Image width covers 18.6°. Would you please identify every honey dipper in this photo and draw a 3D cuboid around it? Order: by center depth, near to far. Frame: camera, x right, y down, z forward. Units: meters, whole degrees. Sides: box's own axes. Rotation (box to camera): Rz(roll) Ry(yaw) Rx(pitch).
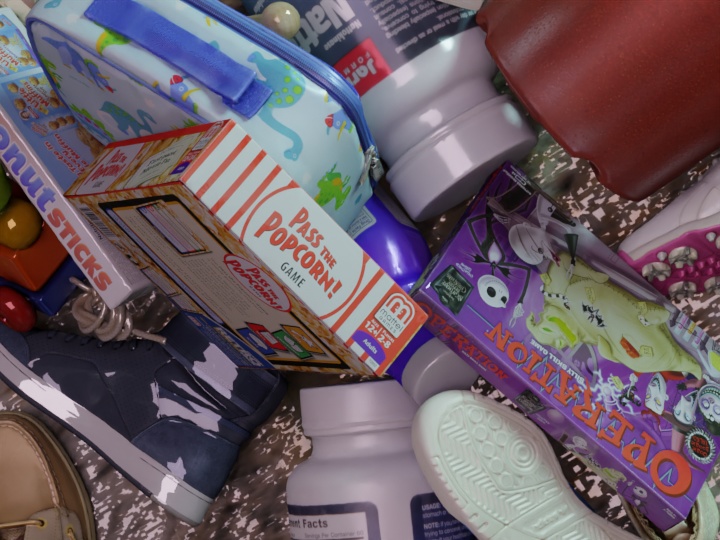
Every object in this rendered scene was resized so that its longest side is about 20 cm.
[{"bbox_3d":[-0.079,-0.144,1.303,0.038,0.200,0.038,-1,93,-20],"label":"honey dipper"}]

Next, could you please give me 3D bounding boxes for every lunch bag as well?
[{"bbox_3d":[-0.085,-0.095,1.238,0.200,0.161,0.083,31,76,19],"label":"lunch bag"}]

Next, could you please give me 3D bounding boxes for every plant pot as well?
[{"bbox_3d":[0.184,-0.154,1.247,0.195,0.201,0.201,-41,81,18],"label":"plant pot"}]

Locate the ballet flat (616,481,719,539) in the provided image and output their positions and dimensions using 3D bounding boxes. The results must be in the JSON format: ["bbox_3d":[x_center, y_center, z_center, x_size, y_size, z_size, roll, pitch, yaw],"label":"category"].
[{"bbox_3d":[0.160,0.081,1.309,0.067,0.062,0.200,-28,83,11],"label":"ballet flat"}]

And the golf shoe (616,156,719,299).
[{"bbox_3d":[0.237,-0.052,1.296,0.200,0.075,0.092,-26,54,18],"label":"golf shoe"}]

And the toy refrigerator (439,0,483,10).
[{"bbox_3d":[0.069,-0.254,1.270,0.070,0.076,0.200,16,58,-1],"label":"toy refrigerator"}]

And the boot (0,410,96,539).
[{"bbox_3d":[-0.218,0.187,1.350,0.073,0.155,0.200,-12,87,13],"label":"boot"}]

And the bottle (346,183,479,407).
[{"bbox_3d":[0.000,0.000,1.306,0.084,0.065,0.200,-52,52,15],"label":"bottle"}]

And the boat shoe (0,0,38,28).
[{"bbox_3d":[-0.189,-0.130,1.392,0.202,0.075,0.075,40,106,19],"label":"boat shoe"}]

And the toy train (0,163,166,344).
[{"bbox_3d":[-0.206,-0.024,1.332,0.200,0.116,0.085,22,66,36],"label":"toy train"}]

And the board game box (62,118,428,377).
[{"bbox_3d":[-0.068,-0.009,1.207,0.152,0.200,0.046,45,72,-18],"label":"board game box"}]

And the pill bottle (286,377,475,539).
[{"bbox_3d":[0.014,0.166,1.318,0.111,0.111,0.200,-7,88,13],"label":"pill bottle"}]

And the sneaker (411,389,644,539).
[{"bbox_3d":[0.090,0.146,1.283,0.200,0.111,0.077,38,68,-16],"label":"sneaker"}]

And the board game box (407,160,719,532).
[{"bbox_3d":[0.128,0.042,1.261,0.200,0.032,0.120,40,56,-7],"label":"board game box"}]

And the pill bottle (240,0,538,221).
[{"bbox_3d":[0.015,-0.136,1.313,0.120,0.120,0.200,-35,82,11],"label":"pill bottle"}]

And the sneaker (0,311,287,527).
[{"bbox_3d":[-0.137,0.045,1.376,0.202,0.077,0.146,34,89,19],"label":"sneaker"}]

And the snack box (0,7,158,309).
[{"bbox_3d":[-0.181,-0.070,1.321,0.024,0.072,0.200,-40,83,32],"label":"snack box"}]
